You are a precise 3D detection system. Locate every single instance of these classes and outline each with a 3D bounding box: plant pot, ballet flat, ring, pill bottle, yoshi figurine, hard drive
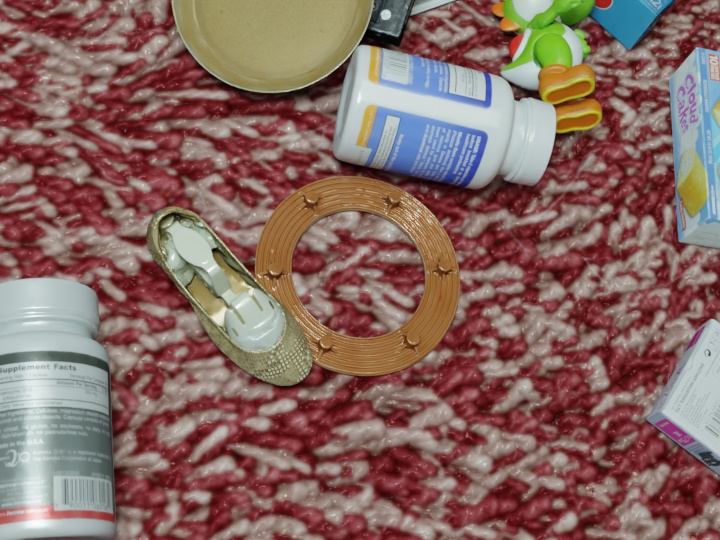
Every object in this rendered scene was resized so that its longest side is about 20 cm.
[{"bbox_3d":[-0.084,-0.269,1.041,0.198,0.027,0.202,0,84,4],"label":"plant pot"},{"bbox_3d":[-0.119,0.021,0.934,0.200,0.065,0.071,44,76,7],"label":"ballet flat"},{"bbox_3d":[0.000,0.000,0.998,0.199,0.019,0.202,5,67,-11],"label":"ring"},{"bbox_3d":[0.081,-0.141,1.023,0.199,0.112,0.113,12,66,-9],"label":"pill bottle"},{"bbox_3d":[0.213,-0.248,1.104,0.111,0.112,0.201,11,52,-31],"label":"yoshi figurine"},{"bbox_3d":[-0.253,0.117,0.839,0.113,0.114,0.201,-2,68,-14],"label":"pill bottle"},{"bbox_3d":[-0.033,-0.322,1.074,0.199,0.038,0.141,18,86,4],"label":"hard drive"}]

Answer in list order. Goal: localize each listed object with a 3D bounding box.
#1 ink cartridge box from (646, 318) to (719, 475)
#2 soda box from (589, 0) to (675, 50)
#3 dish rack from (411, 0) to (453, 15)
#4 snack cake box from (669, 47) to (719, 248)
[{"bbox_3d":[0.385,0.154,1.015,0.199,0.042,0.120,36,65,6],"label":"ink cartridge box"},{"bbox_3d":[0.253,-0.342,1.169,0.200,0.068,0.064,44,65,7],"label":"soda box"},{"bbox_3d":[0.051,-0.364,1.145,0.199,0.044,0.172,-23,75,-21],"label":"dish rack"},{"bbox_3d":[0.394,-0.123,1.115,0.114,0.067,0.201,7,67,-9],"label":"snack cake box"}]
